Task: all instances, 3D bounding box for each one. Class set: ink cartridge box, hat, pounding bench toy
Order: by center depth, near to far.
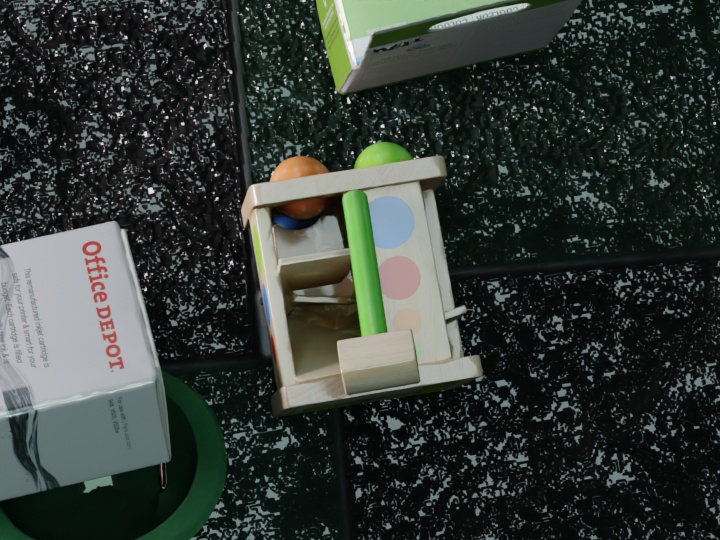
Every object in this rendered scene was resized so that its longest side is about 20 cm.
[{"bbox_3d":[-0.226,0.064,1.561,0.199,0.083,0.147,-12,47,-6],"label":"ink cartridge box"},{"bbox_3d":[0.000,0.000,1.562,0.124,0.200,0.157,-9,85,-6],"label":"pounding bench toy"},{"bbox_3d":[0.057,-0.177,1.586,0.147,0.200,0.076,-14,85,-7],"label":"ink cartridge box"},{"bbox_3d":[-0.156,0.186,1.619,0.165,0.176,0.200,-10,46,-4],"label":"hat"}]
